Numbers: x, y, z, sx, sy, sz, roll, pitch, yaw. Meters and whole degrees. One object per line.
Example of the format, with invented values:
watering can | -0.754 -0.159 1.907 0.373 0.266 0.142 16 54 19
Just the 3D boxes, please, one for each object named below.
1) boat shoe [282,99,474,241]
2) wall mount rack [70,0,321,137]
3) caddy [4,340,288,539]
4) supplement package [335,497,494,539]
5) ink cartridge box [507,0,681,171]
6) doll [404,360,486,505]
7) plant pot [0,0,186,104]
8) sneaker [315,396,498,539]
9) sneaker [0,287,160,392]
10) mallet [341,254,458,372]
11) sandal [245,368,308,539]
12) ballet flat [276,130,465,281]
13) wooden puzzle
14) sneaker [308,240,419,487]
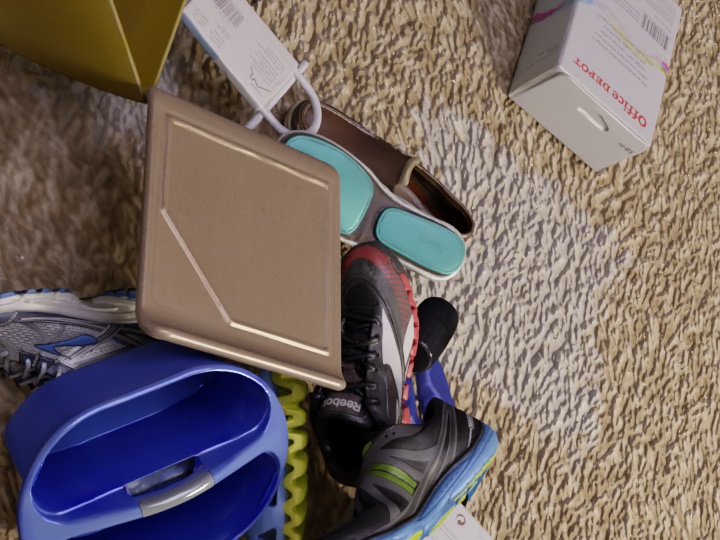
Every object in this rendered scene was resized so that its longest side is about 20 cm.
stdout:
boat shoe | 0.023 -0.088 1.154 0.202 0.074 0.075 37 56 -23
wall mount rack | -0.131 -0.161 1.062 0.200 0.074 0.174 49 48 -15
caddy | -0.145 0.135 0.887 0.198 0.105 0.143 -21 116 -28
supplement package | 0.017 0.280 1.001 0.118 0.116 0.201 48 53 -15
ink cartridge box | 0.251 -0.230 1.376 0.144 0.084 0.202 35 55 -24
doll | 0.061 0.154 1.122 0.135 0.048 0.203 -3 77 -36
plant pot | -0.224 -0.266 0.925 0.174 0.201 0.202 9 62 9
sneaker | 0.021 0.163 0.951 0.082 0.071 0.199 37 49 17
sneaker | -0.214 0.059 0.920 0.198 0.077 0.086 -1 81 -38
mallet | 0.000 0.000 1.103 0.200 0.041 0.066 44 44 7
sandal | -0.082 0.144 1.007 0.086 0.080 0.203 -2 82 -2
ballet flat | 0.000 -0.050 1.103 0.199 0.069 0.070 30 59 -21
wooden puzzle | -0.087 -0.020 0.953 0.184 0.037 0.203 21 54 -40
sneaker | 0.002 0.079 1.025 0.098 0.070 0.204 -6 98 -69
